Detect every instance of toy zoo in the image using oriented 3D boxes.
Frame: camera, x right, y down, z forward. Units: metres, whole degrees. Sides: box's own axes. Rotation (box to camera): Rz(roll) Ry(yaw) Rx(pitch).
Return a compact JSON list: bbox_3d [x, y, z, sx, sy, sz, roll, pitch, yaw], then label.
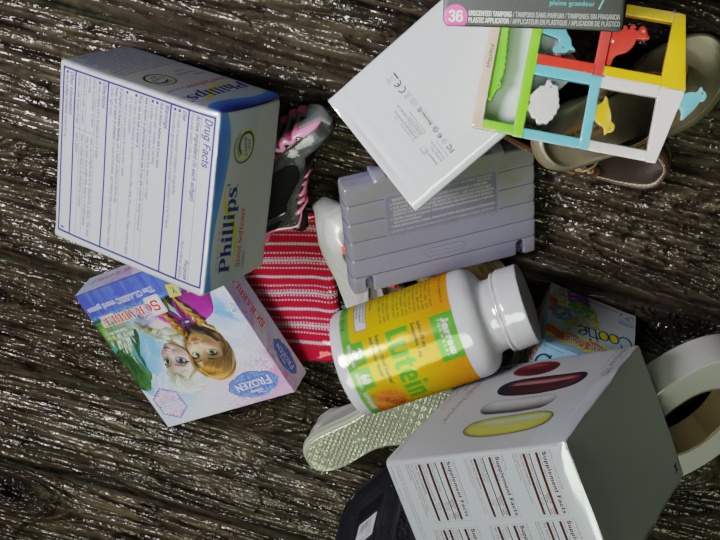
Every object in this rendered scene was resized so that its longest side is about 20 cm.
[{"bbox_3d":[0.207,-0.172,1.156,0.197,0.020,0.133,11,96,8],"label":"toy zoo"}]

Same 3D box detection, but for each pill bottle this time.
[{"bbox_3d":[0.077,0.065,1.322,0.198,0.112,0.112,-20,119,14],"label":"pill bottle"}]

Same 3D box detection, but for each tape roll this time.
[{"bbox_3d":[0.337,0.149,1.365,0.200,0.037,0.204,-18,140,-16],"label":"tape roll"}]

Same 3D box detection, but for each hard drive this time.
[{"bbox_3d":[0.086,-0.171,1.201,0.199,0.027,0.132,-40,88,11],"label":"hard drive"}]

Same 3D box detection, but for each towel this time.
[{"bbox_3d":[-0.095,0.018,1.449,0.142,0.023,0.202,1,125,11],"label":"towel"}]

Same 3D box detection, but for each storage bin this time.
[{"bbox_3d":[0.037,0.331,1.526,0.093,0.201,0.135,36,125,-15],"label":"storage bin"}]

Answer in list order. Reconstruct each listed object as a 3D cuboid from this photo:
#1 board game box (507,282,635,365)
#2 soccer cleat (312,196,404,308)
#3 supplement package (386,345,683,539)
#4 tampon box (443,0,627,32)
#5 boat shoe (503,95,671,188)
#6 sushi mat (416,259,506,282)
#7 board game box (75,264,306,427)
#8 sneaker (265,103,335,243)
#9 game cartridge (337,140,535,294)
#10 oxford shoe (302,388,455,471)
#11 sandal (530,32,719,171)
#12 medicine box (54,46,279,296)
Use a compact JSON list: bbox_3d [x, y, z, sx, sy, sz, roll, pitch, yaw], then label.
[{"bbox_3d":[0.209,0.133,1.407,0.104,0.103,0.201,22,127,-2],"label":"board game box"},{"bbox_3d":[0.000,0.000,1.394,0.069,0.078,0.201,-33,138,-12],"label":"soccer cleat"},{"bbox_3d":[0.170,0.189,1.252,0.198,0.191,0.149,-12,106,37],"label":"supplement package"},{"bbox_3d":[0.149,-0.304,1.063,0.148,0.126,0.203,3,106,10],"label":"tampon box"},{"bbox_3d":[0.205,-0.123,1.249,0.198,0.071,0.071,21,126,-4],"label":"boat shoe"},{"bbox_3d":[0.083,-0.025,1.381,0.095,0.012,0.200,-30,114,27],"label":"sushi mat"},{"bbox_3d":[-0.192,0.072,1.475,0.198,0.041,0.201,-18,115,33],"label":"board game box"},{"bbox_3d":[-0.078,-0.088,1.333,0.095,0.079,0.200,40,127,-12],"label":"sneaker"},{"bbox_3d":[0.078,-0.058,1.301,0.197,0.038,0.131,-13,121,-11],"label":"game cartridge"},{"bbox_3d":[0.025,0.171,1.512,0.198,0.058,0.076,-22,112,9],"label":"oxford shoe"},{"bbox_3d":[0.250,-0.148,1.186,0.198,0.054,0.081,-26,96,-1],"label":"sandal"},{"bbox_3d":[-0.192,-0.102,1.276,0.198,0.103,0.185,20,116,25],"label":"medicine box"}]
